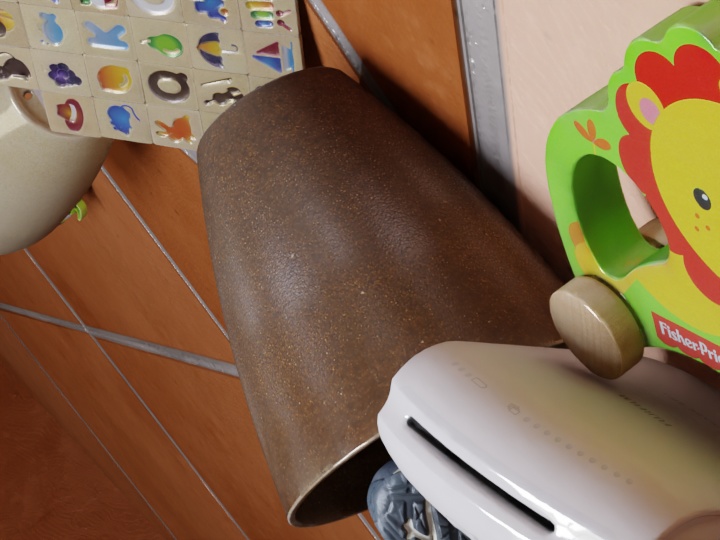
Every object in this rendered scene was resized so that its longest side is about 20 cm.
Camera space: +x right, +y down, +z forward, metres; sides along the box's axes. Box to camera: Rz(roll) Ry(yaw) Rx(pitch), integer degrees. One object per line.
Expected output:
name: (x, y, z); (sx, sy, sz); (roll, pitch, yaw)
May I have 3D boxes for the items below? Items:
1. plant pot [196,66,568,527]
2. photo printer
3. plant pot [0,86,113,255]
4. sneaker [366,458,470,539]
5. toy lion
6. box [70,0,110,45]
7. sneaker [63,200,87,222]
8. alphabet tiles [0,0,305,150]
plant pot: (0.000, 0.000, 0.922); (0.200, 0.186, 0.187); (61, 167, 16)
photo printer: (0.116, 0.091, 0.767); (0.200, 0.070, 0.166); (7, -161, -44)
plant pot: (-0.260, -0.120, 1.347); (0.188, 0.187, 0.200); (53, 150, -11)
sneaker: (0.083, 0.117, 0.921); (0.086, 0.199, 0.078); (34, 115, 56)
toy lion: (0.140, -0.020, 0.677); (0.200, 0.069, 0.192); (30, 148, 51)
box: (-0.167, -0.230, 0.977); (0.049, 0.082, 0.200); (32, 157, 45)
sneaker: (-0.329, -0.131, 1.700); (0.200, 0.072, 0.083); (52, 140, -11)
alphabet tiles: (-0.128, -0.132, 0.998); (0.199, 0.006, 0.167); (8, 140, 12)
